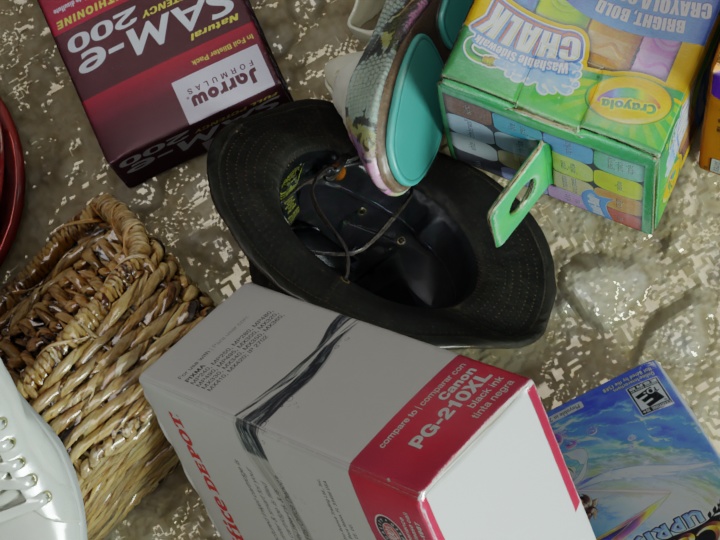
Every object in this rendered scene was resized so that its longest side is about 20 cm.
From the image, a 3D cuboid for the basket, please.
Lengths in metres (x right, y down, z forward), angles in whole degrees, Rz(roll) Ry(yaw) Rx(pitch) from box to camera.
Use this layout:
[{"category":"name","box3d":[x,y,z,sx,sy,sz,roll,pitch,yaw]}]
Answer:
[{"category":"basket","box3d":[-0.171,0.060,1.123,0.200,0.143,0.149,-44,78,-2]}]

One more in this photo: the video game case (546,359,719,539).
[{"category":"video game case","box3d":[0.098,0.151,1.064,0.199,0.046,0.181,-27,37,0]}]

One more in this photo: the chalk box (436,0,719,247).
[{"category":"chalk box","box3d":[0.119,-0.104,1.117,0.123,0.124,0.201,21,78,11]}]

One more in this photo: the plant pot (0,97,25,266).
[{"category":"plant pot","box3d":[-0.282,-0.054,1.139,0.199,0.183,0.201,-1,79,7]}]

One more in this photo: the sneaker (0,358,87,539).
[{"category":"sneaker","box3d":[-0.191,0.074,1.002,0.073,0.085,0.201,-23,97,4]}]

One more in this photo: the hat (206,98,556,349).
[{"category":"hat","box3d":[0.000,0.000,1.133,0.200,0.200,0.081,37,125,12]}]

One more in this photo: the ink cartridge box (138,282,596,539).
[{"category":"ink cartridge box","box3d":[0.006,0.102,1.018,0.200,0.145,0.084,18,52,45]}]

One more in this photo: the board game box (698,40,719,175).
[{"category":"board game box","box3d":[0.297,-0.133,1.067,0.199,0.200,0.201,19,83,11]}]

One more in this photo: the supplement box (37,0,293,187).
[{"category":"supplement box","box3d":[-0.126,-0.162,1.202,0.108,0.061,0.201,-25,78,2]}]

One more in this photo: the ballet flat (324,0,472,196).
[{"category":"ballet flat","box3d":[0.022,-0.122,1.157,0.071,0.069,0.201,4,56,27]}]
